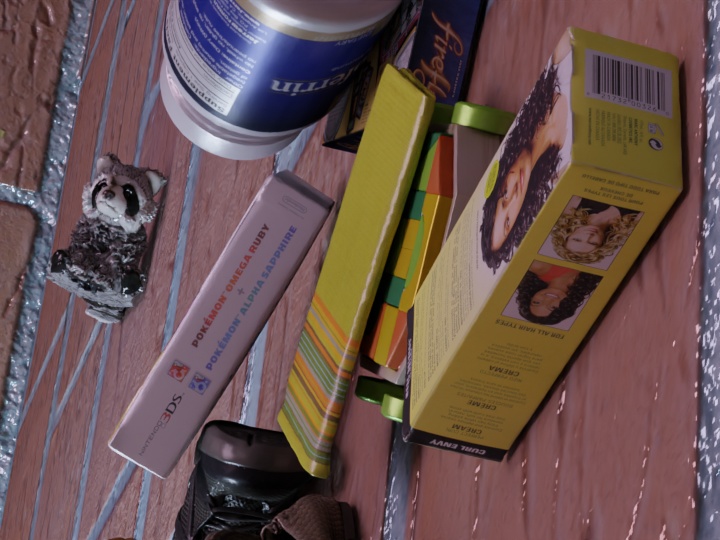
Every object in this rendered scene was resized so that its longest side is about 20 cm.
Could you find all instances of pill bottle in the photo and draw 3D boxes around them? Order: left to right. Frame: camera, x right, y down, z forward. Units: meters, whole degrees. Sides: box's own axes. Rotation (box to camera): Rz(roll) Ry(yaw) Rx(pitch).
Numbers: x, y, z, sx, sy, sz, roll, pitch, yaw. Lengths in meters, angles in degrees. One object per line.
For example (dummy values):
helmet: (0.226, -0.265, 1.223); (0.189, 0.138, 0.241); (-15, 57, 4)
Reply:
pill bottle: (-0.048, -0.145, 1.364); (0.200, 0.115, 0.116); (127, 154, -63)

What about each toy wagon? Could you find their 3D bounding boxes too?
toy wagon: (0.029, -0.007, 1.215); (0.200, 0.039, 0.156); (-161, 85, -78)

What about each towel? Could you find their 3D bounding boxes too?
towel: (0.000, 0.000, 1.215); (0.086, 0.018, 0.201); (-129, 54, -69)

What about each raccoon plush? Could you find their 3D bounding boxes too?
raccoon plush: (-0.256, -0.036, 2.448); (0.200, 0.096, 0.134); (143, 147, -72)

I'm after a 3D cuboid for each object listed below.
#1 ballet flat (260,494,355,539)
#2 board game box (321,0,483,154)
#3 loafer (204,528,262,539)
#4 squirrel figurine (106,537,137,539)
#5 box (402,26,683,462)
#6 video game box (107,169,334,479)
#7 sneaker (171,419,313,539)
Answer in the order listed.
ballet flat: (-0.022, 0.170, 1.240); (0.200, 0.046, 0.068); (-105, 30, -66)
board game box: (0.027, -0.139, 1.375); (0.200, 0.034, 0.136); (177, 105, -78)
loafer: (-0.060, 0.211, 1.300); (0.200, 0.075, 0.068); (-102, 33, -62)
squirrel figurine: (-0.075, 0.221, 1.114); (0.187, 0.141, 0.200); (37, 149, 39)
box: (0.071, -0.006, 0.998); (0.200, 0.050, 0.075); (116, 162, -49)
video game box: (-0.080, 0.027, 1.461); (0.183, 0.047, 0.200); (-56, 1, 3)
sneaker: (-0.070, 0.146, 1.425); (0.199, 0.076, 0.115); (146, 134, -77)
